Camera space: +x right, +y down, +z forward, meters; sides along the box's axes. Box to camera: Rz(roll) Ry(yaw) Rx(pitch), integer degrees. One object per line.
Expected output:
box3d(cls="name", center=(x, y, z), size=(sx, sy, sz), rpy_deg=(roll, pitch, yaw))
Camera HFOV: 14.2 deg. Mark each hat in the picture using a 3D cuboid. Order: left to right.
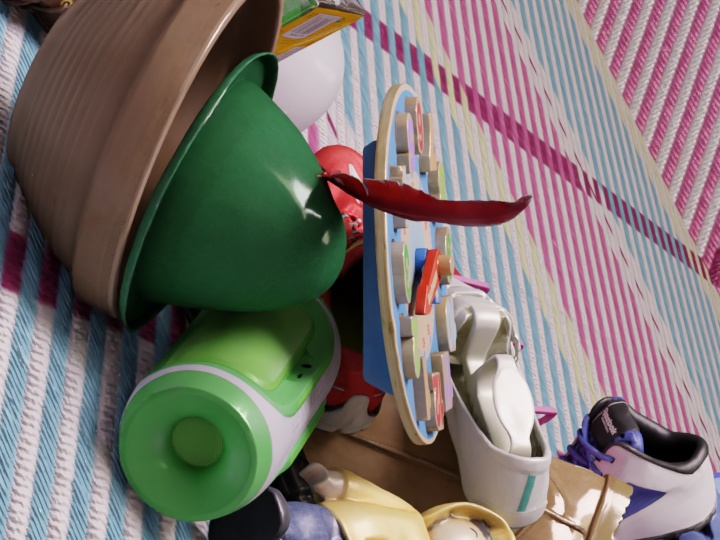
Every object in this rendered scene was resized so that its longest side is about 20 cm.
box3d(cls="hat", center=(-0.014, -0.006, 1.510), size=(0.176, 0.166, 0.200), rpy_deg=(26, 7, 7))

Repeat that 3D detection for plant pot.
box3d(cls="plant pot", center=(-0.124, -0.083, 1.537), size=(0.093, 0.201, 0.201), rpy_deg=(26, 11, 8))

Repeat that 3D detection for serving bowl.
box3d(cls="serving bowl", center=(-0.066, -0.203, 2.139), size=(0.200, 0.066, 0.200), rpy_deg=(57, 14, -23))

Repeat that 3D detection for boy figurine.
box3d(cls="boy figurine", center=(0.010, 0.163, 1.586), size=(0.200, 0.064, 0.124), rpy_deg=(8, 53, -46))

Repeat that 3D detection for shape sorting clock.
box3d(cls="shape sorting clock", center=(0.032, -0.003, 1.600), size=(0.200, 0.039, 0.200), rpy_deg=(0, 90, -80))

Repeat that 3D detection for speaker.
box3d(cls="speaker", center=(-0.067, 0.065, 1.547), size=(0.088, 0.088, 0.200), rpy_deg=(60, 18, -8))

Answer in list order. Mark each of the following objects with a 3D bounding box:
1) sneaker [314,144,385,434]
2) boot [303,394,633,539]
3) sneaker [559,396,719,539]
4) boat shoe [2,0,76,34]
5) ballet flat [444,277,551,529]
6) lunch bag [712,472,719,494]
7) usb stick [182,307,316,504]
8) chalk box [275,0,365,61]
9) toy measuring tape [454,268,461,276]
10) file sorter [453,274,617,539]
box3d(cls="sneaker", center=(0.000, 0.000, 1.709), size=(0.077, 0.085, 0.200), rpy_deg=(10, 51, -17))
box3d(cls="boot", center=(0.043, 0.154, 1.714), size=(0.200, 0.066, 0.175), rpy_deg=(25, 57, -2))
box3d(cls="sneaker", center=(0.148, 0.142, 1.931), size=(0.081, 0.199, 0.115), rpy_deg=(-103, -177, -58))
box3d(cls="boat shoe", center=(-0.186, -0.178, 1.676), size=(0.068, 0.072, 0.200), rpy_deg=(-57, 133, -37))
box3d(cls="ballet flat", center=(0.073, 0.060, 1.705), size=(0.069, 0.069, 0.200), rpy_deg=(47, 18, -47))
box3d(cls="lunch bag", center=(0.197, 0.220, 1.971), size=(0.094, 0.200, 0.151), rpy_deg=(54, 16, -32))
box3d(cls="usb stick", center=(-0.072, 0.053, 1.685), size=(0.200, 0.033, 0.055), rpy_deg=(66, 5, 18))
box3d(cls="chalk box", center=(-0.107, -0.230, 1.926), size=(0.200, 0.124, 0.124), rpy_deg=(62, 15, 6))
box3d(cls="toy measuring tape", center=(0.056, 0.057, 2.071), size=(0.074, 0.074, 0.200), rpy_deg=(41, 25, -56))
box3d(cls="file sorter", center=(0.060, 0.115, 1.844), size=(0.200, 0.125, 0.139), rpy_deg=(65, 14, 12))
